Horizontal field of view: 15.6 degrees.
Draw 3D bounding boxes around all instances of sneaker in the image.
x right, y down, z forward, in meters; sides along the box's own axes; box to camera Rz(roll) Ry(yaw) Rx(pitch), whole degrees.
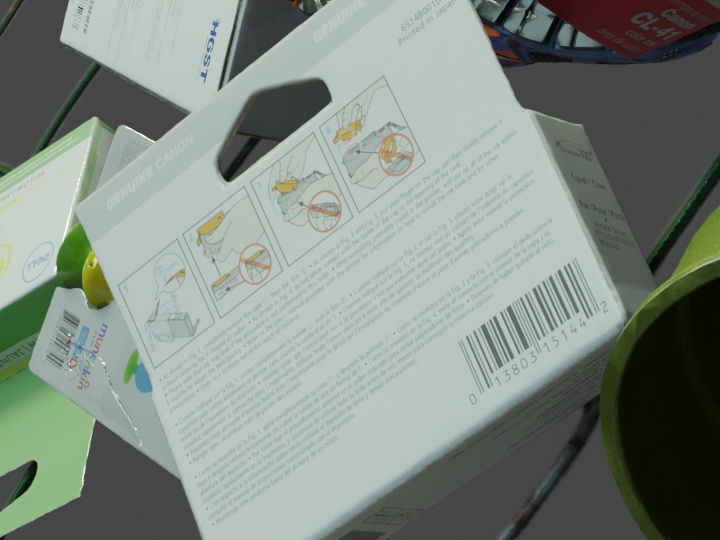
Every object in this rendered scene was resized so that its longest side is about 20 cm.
[{"bbox_3d":[0.067,-0.115,1.054,0.199,0.078,0.076,13,82,40],"label":"sneaker"}]

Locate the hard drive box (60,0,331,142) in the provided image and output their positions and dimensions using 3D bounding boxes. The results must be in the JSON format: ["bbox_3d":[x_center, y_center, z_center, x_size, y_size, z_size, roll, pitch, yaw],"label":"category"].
[{"bbox_3d":[-0.055,-0.153,1.208,0.200,0.076,0.157,32,110,60],"label":"hard drive box"}]

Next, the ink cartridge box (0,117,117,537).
[{"bbox_3d":[-0.176,0.039,1.272,0.145,0.048,0.201,-28,37,37],"label":"ink cartridge box"}]

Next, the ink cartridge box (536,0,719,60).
[{"bbox_3d":[0.146,-0.184,0.923,0.199,0.086,0.148,-22,63,26],"label":"ink cartridge box"}]

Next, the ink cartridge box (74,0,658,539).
[{"bbox_3d":[0.000,0.000,0.983,0.200,0.045,0.177,-36,63,27],"label":"ink cartridge box"}]

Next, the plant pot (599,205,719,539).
[{"bbox_3d":[0.189,-0.007,0.678,0.200,0.200,0.193,-16,36,47],"label":"plant pot"}]

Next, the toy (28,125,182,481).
[{"bbox_3d":[-0.048,0.030,1.077,0.200,0.047,0.116,29,101,38],"label":"toy"}]
